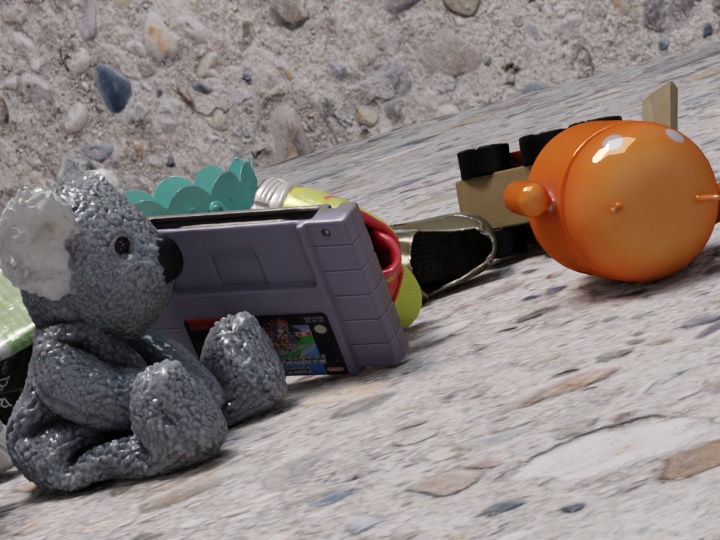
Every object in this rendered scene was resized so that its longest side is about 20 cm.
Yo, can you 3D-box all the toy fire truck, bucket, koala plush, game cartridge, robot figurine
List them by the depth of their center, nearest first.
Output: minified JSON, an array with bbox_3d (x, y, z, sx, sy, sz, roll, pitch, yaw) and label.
[{"bbox_3d":[-0.176,0.031,1.512,0.182,0.202,0.177,-15,8,21],"label":"koala plush"},{"bbox_3d":[-0.073,0.018,1.597,0.198,0.131,0.038,-4,29,29],"label":"game cartridge"},{"bbox_3d":[0.189,-0.051,1.613,0.117,0.143,0.200,-53,11,-4],"label":"robot figurine"},{"bbox_3d":[0.198,-0.089,1.933,0.175,0.130,0.199,-12,-3,37],"label":"toy fire truck"},{"bbox_3d":[-0.172,-0.014,2.113,0.205,0.136,0.207,-17,8,2],"label":"bucket"}]

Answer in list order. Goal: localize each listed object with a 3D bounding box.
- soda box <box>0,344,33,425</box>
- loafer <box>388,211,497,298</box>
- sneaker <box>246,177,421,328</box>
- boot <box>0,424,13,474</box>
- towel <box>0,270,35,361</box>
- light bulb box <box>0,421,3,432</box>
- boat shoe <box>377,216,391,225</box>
[{"bbox_3d":[-0.224,0.040,1.744,0.070,0.064,0.201,-14,40,24],"label":"soda box"},{"bbox_3d":[0.023,-0.006,1.827,0.198,0.076,0.070,-19,3,-14],"label":"loafer"},{"bbox_3d":[0.000,0.000,1.642,0.090,0.079,0.200,8,-16,35],"label":"sneaker"},{"bbox_3d":[-0.343,0.149,1.587,0.198,0.096,0.074,5,-39,-10],"label":"boot"},{"bbox_3d":[-0.300,0.030,1.702,0.199,0.031,0.149,-32,34,-18],"label":"towel"},{"bbox_3d":[-0.345,0.079,1.416,0.124,0.200,0.200,-14,21,19],"label":"light bulb box"},{"bbox_3d":[-0.036,-0.009,1.904,0.201,0.075,0.086,-17,-34,-48],"label":"boat shoe"}]
